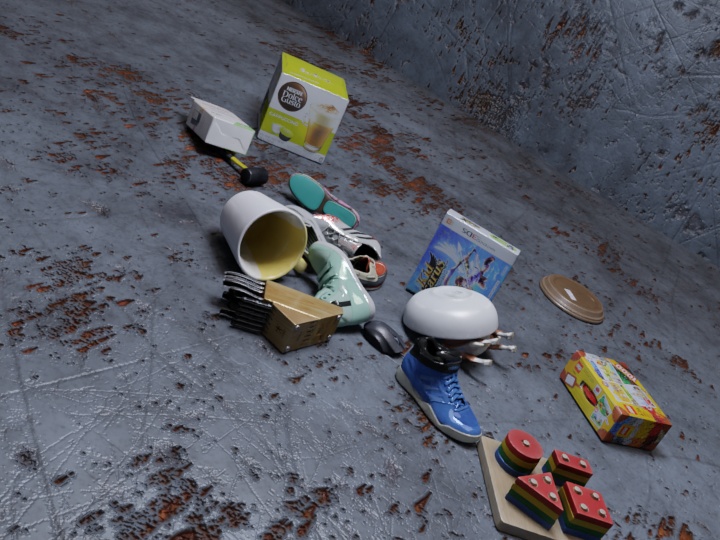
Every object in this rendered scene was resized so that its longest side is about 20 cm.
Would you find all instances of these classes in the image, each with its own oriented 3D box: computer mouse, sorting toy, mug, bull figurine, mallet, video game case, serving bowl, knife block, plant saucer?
[{"bbox_3d":[0.089,0.155,1.536,0.199,0.034,0.059,34,25,13],"label":"computer mouse"},{"bbox_3d":[0.307,0.357,1.331,0.196,0.070,0.201,21,26,-13],"label":"sorting toy"},{"bbox_3d":[-0.200,-0.067,1.588,0.148,0.189,0.153,-25,39,-20],"label":"mug"},{"bbox_3d":[0.250,0.142,1.667,0.120,0.066,0.199,11,20,34],"label":"bull figurine"},{"bbox_3d":[-0.296,-0.265,1.945,0.065,0.042,0.200,0,33,-46],"label":"mallet"},{"bbox_3d":[0.223,-0.002,1.764,0.180,0.202,0.045,31,21,9],"label":"video game case"},{"bbox_3d":[0.187,0.076,1.655,0.197,0.067,0.200,2,16,-1],"label":"serving bowl"},{"bbox_3d":[-0.151,0.061,1.436,0.175,0.064,0.199,42,29,26],"label":"knife block"},{"bbox_3d":[0.579,0.072,2.188,0.198,0.030,0.201,22,27,-12],"label":"plant saucer"}]

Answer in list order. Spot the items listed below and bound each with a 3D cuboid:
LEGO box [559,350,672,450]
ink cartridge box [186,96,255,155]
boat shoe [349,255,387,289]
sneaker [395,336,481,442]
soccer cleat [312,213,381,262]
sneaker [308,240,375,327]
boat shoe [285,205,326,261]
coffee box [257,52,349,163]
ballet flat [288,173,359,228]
[{"bbox_3d":[0.537,0.274,1.706,0.147,0.078,0.201,15,28,-25],"label":"LEGO box"},{"bbox_3d":[-0.355,-0.360,1.995,0.116,0.068,0.200,14,17,-35],"label":"ink cartridge box"},{"bbox_3d":[0.000,0.000,1.706,0.071,0.063,0.199,38,26,26],"label":"boat shoe"},{"bbox_3d":[0.154,0.201,1.421,0.076,0.112,0.200,-2,38,-46],"label":"sneaker"},{"bbox_3d":[-0.039,-0.068,1.791,0.198,0.069,0.085,22,21,-22],"label":"soccer cleat"},{"bbox_3d":[-0.067,0.024,1.552,0.117,0.074,0.201,-12,54,-43],"label":"sneaker"},{"bbox_3d":[-0.118,-0.083,1.708,0.200,0.073,0.067,46,-4,33],"label":"boat shoe"},{"bbox_3d":[-0.162,-0.454,2.237,0.197,0.199,0.201,20,26,-15],"label":"coffee box"},{"bbox_3d":[-0.087,-0.163,1.935,0.199,0.070,0.071,33,7,1],"label":"ballet flat"}]
